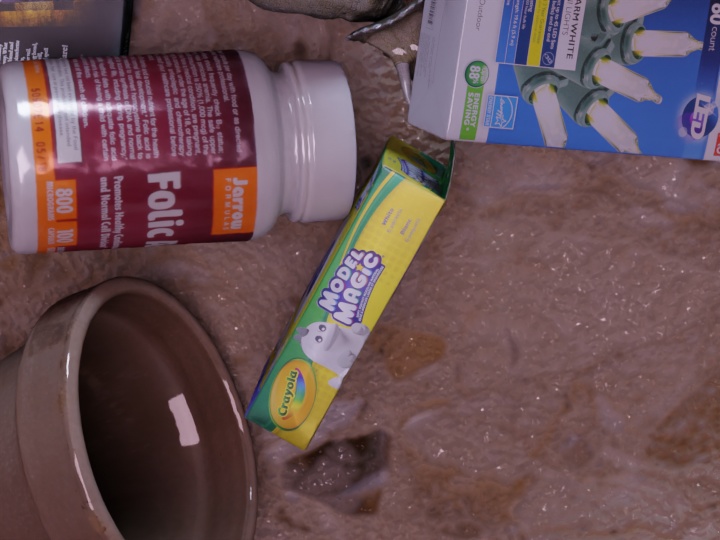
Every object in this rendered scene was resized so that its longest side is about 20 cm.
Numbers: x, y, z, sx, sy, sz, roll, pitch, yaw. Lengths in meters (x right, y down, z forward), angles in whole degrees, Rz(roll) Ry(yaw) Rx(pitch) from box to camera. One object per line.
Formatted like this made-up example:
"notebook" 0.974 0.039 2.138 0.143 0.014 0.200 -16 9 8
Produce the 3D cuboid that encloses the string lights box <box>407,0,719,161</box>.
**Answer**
"string lights box" 0.135 -0.123 1.224 0.200 0.059 0.103 3 103 -23

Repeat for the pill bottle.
"pill bottle" -0.109 -0.071 1.247 0.200 0.114 0.114 -4 102 -11

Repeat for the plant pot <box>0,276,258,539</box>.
"plant pot" -0.186 0.121 1.286 0.175 0.200 0.200 -16 101 24

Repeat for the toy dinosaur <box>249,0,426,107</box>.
"toy dinosaur" -0.031 -0.176 1.228 0.200 0.102 0.077 21 116 -22

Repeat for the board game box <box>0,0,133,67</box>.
"board game box" -0.205 -0.182 1.291 0.135 0.028 0.200 8 103 3

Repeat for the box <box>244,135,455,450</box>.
"box" 0.000 0.000 1.269 0.048 0.117 0.200 30 102 -3
